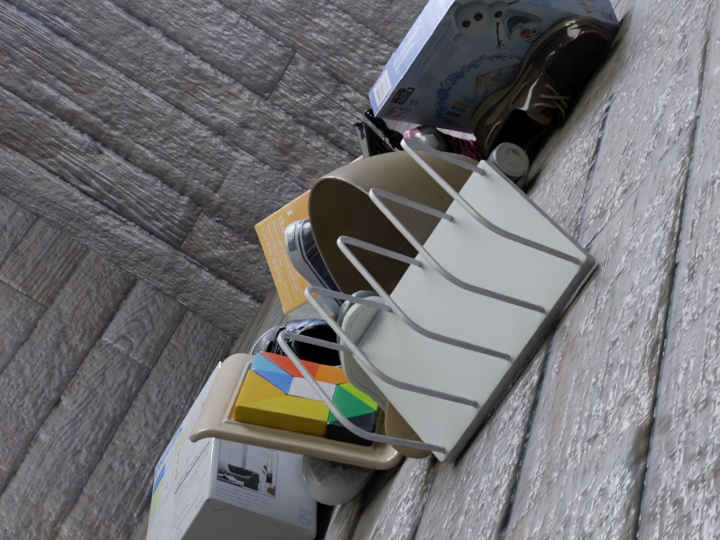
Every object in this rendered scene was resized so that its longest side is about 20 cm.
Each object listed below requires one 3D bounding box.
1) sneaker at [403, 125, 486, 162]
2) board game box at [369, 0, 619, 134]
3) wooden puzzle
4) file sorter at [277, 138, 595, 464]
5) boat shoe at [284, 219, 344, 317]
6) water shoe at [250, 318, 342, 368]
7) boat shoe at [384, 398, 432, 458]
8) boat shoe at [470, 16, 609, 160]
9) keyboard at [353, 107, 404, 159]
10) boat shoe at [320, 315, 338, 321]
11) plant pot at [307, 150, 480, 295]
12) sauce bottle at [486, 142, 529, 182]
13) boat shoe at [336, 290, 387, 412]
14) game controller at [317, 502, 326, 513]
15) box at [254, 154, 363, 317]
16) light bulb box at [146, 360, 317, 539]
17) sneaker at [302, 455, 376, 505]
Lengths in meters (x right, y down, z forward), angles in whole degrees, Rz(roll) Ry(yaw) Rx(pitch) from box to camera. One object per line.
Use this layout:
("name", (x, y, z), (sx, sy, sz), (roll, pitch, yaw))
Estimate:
("sneaker", (0.110, -0.126, 1.689), (0.095, 0.079, 0.200), (-25, -15, 7))
("board game box", (0.140, -0.227, 1.620), (0.200, 0.198, 0.044), (-52, 40, 43))
("wooden puzzle", (-0.051, 0.126, 1.450), (0.185, 0.199, 0.037), (-76, -9, -70))
("file sorter", (0.048, 0.022, 1.158), (0.201, 0.124, 0.139), (-57, 48, 17))
("boat shoe", (0.000, 0.000, 1.638), (0.200, 0.090, 0.071), (44, -141, -57))
("water shoe", (-0.054, 0.077, 1.595), (0.199, 0.079, 0.072), (-6, 70, 39))
("boat shoe", (0.083, 0.062, 1.256), (0.201, 0.072, 0.065), (-69, -19, 8))
("boat shoe", (0.195, -0.182, 1.593), (0.200, 0.074, 0.074), (-48, 37, 39))
("keyboard", (0.039, -0.122, 1.693), (0.021, 0.128, 0.200), (-21, -22, 15))
("boat shoe", (-0.043, 0.138, 1.696), (0.072, 0.068, 0.201), (-24, -38, -57))
("plant pot", (0.065, -0.032, 1.388), (0.134, 0.201, 0.200), (-35, -3, -23))
("sauce bottle", (0.119, -0.072, 1.620), (0.200, 0.066, 0.066), (-48, 12, 54))
("boat shoe", (0.012, 0.067, 1.335), (0.073, 0.062, 0.200), (-36, -33, -4))
("game controller", (-0.005, 0.165, 1.616), (0.201, 0.042, 0.104), (-59, 20, 4))
("box", (-0.011, -0.041, 1.822), (0.200, 0.125, 0.097), (-32, -21, 30))
("light bulb box", (-0.139, 0.244, 1.609), (0.199, 0.124, 0.201), (-56, 21, 35))
("sneaker", (-0.023, 0.192, 1.486), (0.200, 0.077, 0.100), (-74, 1, -71))
